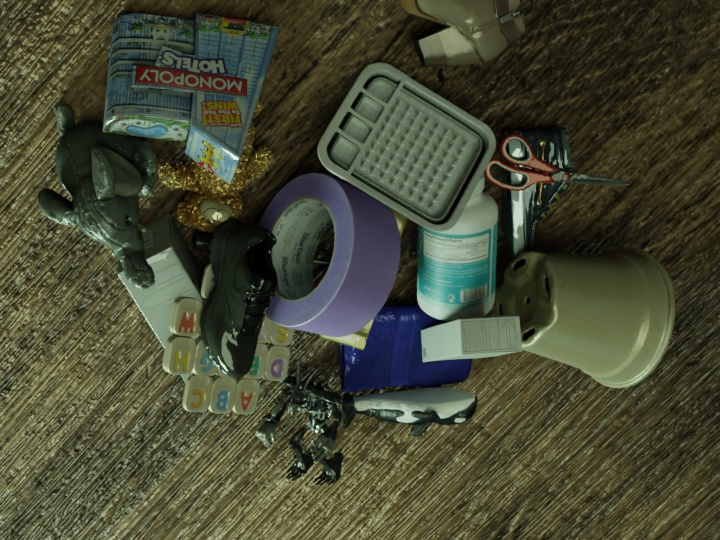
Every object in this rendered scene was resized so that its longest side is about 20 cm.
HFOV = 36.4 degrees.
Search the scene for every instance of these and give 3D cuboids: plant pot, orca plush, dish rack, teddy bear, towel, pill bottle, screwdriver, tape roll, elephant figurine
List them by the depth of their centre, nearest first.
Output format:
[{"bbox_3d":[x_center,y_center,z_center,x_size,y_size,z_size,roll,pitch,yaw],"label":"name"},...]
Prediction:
[{"bbox_3d":[-0.310,-0.090,1.318,0.155,0.200,0.142,9,118,-10],"label":"elephant figurine"},{"bbox_3d":[-0.179,-0.135,1.391,0.145,0.067,0.200,9,113,-43],"label":"teddy bear"},{"bbox_3d":[0.057,-0.152,1.399,0.200,0.044,0.172,31,69,-2],"label":"dish rack"},{"bbox_3d":[-0.048,-0.019,1.409,0.085,0.200,0.200,15,115,-43],"label":"tape roll"},{"bbox_3d":[0.132,-0.039,1.498,0.110,0.111,0.201,-6,118,-9],"label":"pill bottle"},{"bbox_3d":[-0.134,-0.021,1.499,0.199,0.028,0.029,14,85,-20],"label":"screwdriver"},{"bbox_3d":[0.296,0.053,1.513,0.183,0.201,0.201,10,115,-29],"label":"plant pot"},{"bbox_3d":[0.068,0.105,1.601,0.199,0.050,0.148,-2,125,-12],"label":"towel"},{"bbox_3d":[0.073,0.221,1.622,0.199,0.105,0.071,-8,109,-7],"label":"orca plush"}]

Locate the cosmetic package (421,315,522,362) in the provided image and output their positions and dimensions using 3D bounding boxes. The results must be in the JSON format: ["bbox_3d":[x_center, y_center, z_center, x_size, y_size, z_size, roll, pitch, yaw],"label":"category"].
[{"bbox_3d":[0.145,0.092,1.470,0.082,0.200,0.051,-1,83,-12],"label":"cosmetic package"}]

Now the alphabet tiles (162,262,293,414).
[{"bbox_3d":[-0.168,0.092,1.444,0.200,0.015,0.196,10,91,-44],"label":"alphabet tiles"}]

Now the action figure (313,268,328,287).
[{"bbox_3d":[-0.047,0.030,1.534,0.200,0.052,0.066,-28,116,0],"label":"action figure"}]

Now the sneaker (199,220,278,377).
[{"bbox_3d":[-0.148,0.037,1.385,0.076,0.091,0.201,-1,93,-47],"label":"sneaker"}]

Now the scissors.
[{"bbox_3d":[0.261,-0.122,1.469,0.199,0.014,0.073,20,101,-15],"label":"scissors"}]

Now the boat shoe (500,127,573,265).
[{"bbox_3d":[0.246,-0.100,1.512,0.091,0.071,0.201,-7,117,-4],"label":"boat shoe"}]

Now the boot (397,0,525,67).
[{"bbox_3d":[0.122,-0.350,1.363,0.146,0.070,0.200,-24,121,-6],"label":"boot"}]

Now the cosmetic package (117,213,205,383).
[{"bbox_3d":[-0.242,0.041,1.462,0.090,0.107,0.200,-27,122,3],"label":"cosmetic package"}]

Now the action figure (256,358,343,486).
[{"bbox_3d":[-0.079,0.231,1.594,0.119,0.102,0.201,13,130,27],"label":"action figure"}]

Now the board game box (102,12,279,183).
[{"bbox_3d":[-0.197,-0.207,1.289,0.199,0.201,0.062,5,151,-15],"label":"board game box"}]

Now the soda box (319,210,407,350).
[{"bbox_3d":[0.000,0.000,1.477,0.064,0.068,0.201,18,93,-14],"label":"soda box"}]
